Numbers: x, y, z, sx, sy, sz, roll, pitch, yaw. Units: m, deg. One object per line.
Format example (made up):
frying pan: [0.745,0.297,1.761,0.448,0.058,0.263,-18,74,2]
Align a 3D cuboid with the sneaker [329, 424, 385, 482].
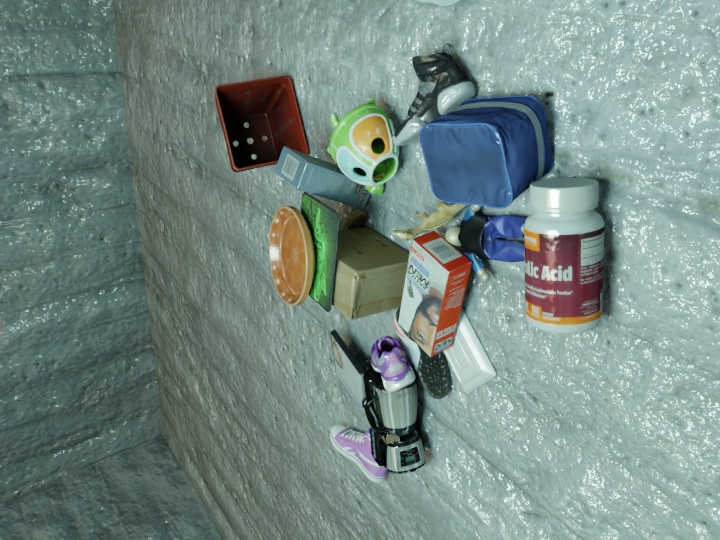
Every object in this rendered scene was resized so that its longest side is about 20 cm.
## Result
sneaker: [0.002,0.430,1.515,0.198,0.071,0.118,30,123,35]

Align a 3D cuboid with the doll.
doll: [0.218,-0.050,1.023,0.197,0.047,0.142,11,110,54]

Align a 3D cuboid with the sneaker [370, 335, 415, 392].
sneaker: [0.058,0.175,1.250,0.200,0.078,0.091,-132,18,-76]

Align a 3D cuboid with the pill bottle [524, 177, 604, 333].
pill bottle: [0.294,-0.024,0.860,0.113,0.112,0.208,14,114,52]

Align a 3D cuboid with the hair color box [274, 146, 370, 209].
hair color box: [-0.075,-0.195,1.262,0.098,0.196,0.062,38,109,41]

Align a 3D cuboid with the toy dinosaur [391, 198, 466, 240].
toy dinosaur: [0.151,-0.101,1.071,0.059,0.196,0.101,58,-170,-14]

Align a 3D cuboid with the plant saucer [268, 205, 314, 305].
plant saucer: [-0.142,-0.031,1.241,0.198,0.031,0.208,19,112,58]

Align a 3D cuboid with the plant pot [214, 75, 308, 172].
plant pot: [-0.265,-0.354,1.512,0.175,0.194,0.207,-9,95,69]

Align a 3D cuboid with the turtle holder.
turtle holder: [0.009,-0.230,1.183,0.133,0.138,0.188,54,140,25]

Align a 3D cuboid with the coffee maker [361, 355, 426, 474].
coffee maker: [0.078,0.315,1.321,0.192,0.129,0.208,-72,-23,-76]

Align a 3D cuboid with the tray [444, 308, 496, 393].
tray: [0.184,0.135,1.167,0.204,0.022,0.108,64,146,17]

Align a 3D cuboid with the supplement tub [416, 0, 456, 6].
supplement tub: [0.088,-0.522,0.952,0.200,0.137,0.144,45,136,36]

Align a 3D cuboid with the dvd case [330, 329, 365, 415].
dvd case: [-0.027,0.256,1.476,0.143,0.017,0.203,50,157,34]

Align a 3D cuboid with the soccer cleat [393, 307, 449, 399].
soccer cleat: [0.126,0.171,1.242,0.205,0.067,0.073,63,168,11]

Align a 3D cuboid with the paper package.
paper package: [0.000,0.000,1.237,0.198,0.186,0.107,33,123,45]

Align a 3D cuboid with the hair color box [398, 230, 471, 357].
hair color box: [0.135,0.046,1.116,0.111,0.062,0.205,44,141,40]

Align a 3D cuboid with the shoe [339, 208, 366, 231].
shoe: [-0.044,-0.086,1.377,0.054,0.069,0.201,54,144,14]

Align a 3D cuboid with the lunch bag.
lunch bag: [0.195,-0.190,0.933,0.197,0.131,0.140,18,133,50]

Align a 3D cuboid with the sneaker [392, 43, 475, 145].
sneaker: [0.115,-0.311,1.056,0.198,0.074,0.117,-30,77,50]

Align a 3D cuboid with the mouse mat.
mouse mat: [-0.089,-0.039,1.187,0.160,0.007,0.207,35,125,51]
